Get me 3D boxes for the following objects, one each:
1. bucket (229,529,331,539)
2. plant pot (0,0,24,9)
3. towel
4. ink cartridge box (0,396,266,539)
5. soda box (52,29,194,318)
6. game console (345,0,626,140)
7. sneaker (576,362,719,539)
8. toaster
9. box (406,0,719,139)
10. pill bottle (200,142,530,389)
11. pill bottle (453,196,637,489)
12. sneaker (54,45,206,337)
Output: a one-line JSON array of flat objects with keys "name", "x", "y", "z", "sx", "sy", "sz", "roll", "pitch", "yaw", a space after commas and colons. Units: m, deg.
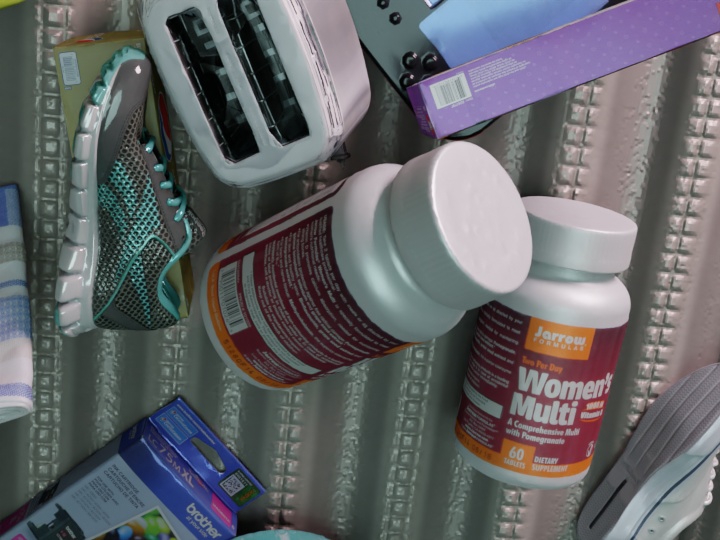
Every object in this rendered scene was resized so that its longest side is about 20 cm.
[{"name": "bucket", "x": -0.066, "y": 0.318, "z": 0.826, "sx": 0.206, "sy": 0.135, "sz": 0.208, "roll": -5, "pitch": 119, "yaw": -9}, {"name": "plant pot", "x": -0.255, "y": -0.263, "z": 0.612, "sx": 0.181, "sy": 0.199, "sz": 0.201, "roll": 14, "pitch": 106, "yaw": -16}, {"name": "towel", "x": -0.298, "y": 0.031, "z": 0.710, "sx": 0.146, "sy": 0.201, "sz": 0.024, "roll": -15, "pitch": 144, "yaw": -3}, {"name": "ink cartridge box", "x": -0.189, "y": 0.204, "z": 0.848, "sx": 0.200, "sy": 0.042, "sz": 0.119, "roll": -36, "pitch": 108, "yaw": 6}, {"name": "soda box", "x": -0.165, "y": -0.066, "z": 0.745, "sx": 0.064, "sy": 0.068, "sz": 0.201, "roll": -6, "pitch": 108, "yaw": -3}, {"name": "game console", "x": 0.087, "y": -0.211, "z": 0.739, "sx": 0.200, "sy": 0.031, "sz": 0.177, "roll": -38, "pitch": 107, "yaw": 7}, {"name": "sneaker", "x": 0.260, "y": 0.162, "z": 0.861, "sx": 0.071, "sy": 0.073, "sz": 0.200, "roll": 25, "pitch": 114, "yaw": -21}, {"name": "toaster", "x": -0.066, "y": -0.140, "z": 0.689, "sx": 0.113, "sy": 0.129, "sz": 0.201, "roll": -16, "pitch": 110, "yaw": 15}, {"name": "box", "x": 0.131, "y": -0.138, "z": 0.678, "sx": 0.199, "sy": 0.137, "sz": 0.039, "roll": -20, "pitch": 99, "yaw": 3}, {"name": "pill bottle", "x": 0.000, "y": 0.000, "z": 0.652, "sx": 0.200, "sy": 0.110, "sz": 0.110, "roll": -23, "pitch": 113, "yaw": 40}, {"name": "pill bottle", "x": 0.140, "y": 0.053, "z": 0.787, "sx": 0.109, "sy": 0.110, "sz": 0.201, "roll": 8, "pitch": 108, "yaw": -7}, {"name": "sneaker", "x": -0.144, "y": -0.046, "z": 0.684, "sx": 0.091, "sy": 0.078, "sz": 0.201, "roll": 8, "pitch": 117, "yaw": -10}]
